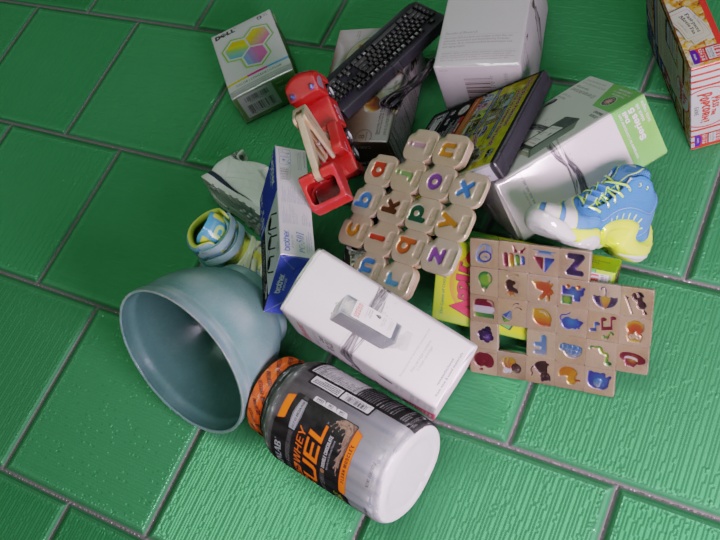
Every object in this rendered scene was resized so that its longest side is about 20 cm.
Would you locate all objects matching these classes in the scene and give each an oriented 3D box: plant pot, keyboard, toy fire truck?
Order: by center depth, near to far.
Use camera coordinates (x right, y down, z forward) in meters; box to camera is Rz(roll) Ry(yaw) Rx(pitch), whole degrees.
[{"bbox_3d":[-0.174,0.075,1.100,0.199,0.201,0.134,22,44,29],"label":"plant pot"},{"bbox_3d":[-0.051,-0.164,1.125,0.048,0.141,0.201,-25,79,16],"label":"toy fire truck"},{"bbox_3d":[0.042,-0.278,1.219,0.200,0.021,0.127,-45,58,-10],"label":"keyboard"}]

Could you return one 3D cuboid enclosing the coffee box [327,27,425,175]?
[{"bbox_3d":[0.013,-0.236,1.263,0.113,0.080,0.201,3,62,21],"label":"coffee box"}]

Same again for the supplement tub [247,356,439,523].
[{"bbox_3d":[-0.022,0.180,1.008,0.199,0.123,0.123,24,71,31],"label":"supplement tub"}]

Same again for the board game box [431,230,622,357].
[{"bbox_3d":[0.184,0.022,1.027,0.199,0.102,0.048,12,24,21],"label":"board game box"}]

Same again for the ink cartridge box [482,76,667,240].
[{"bbox_3d":[0.237,-0.138,1.089,0.199,0.084,0.146,-31,23,0],"label":"ink cartridge box"}]

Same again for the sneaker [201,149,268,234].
[{"bbox_3d":[-0.136,-0.103,1.249,0.080,0.077,0.200,-41,57,-18],"label":"sneaker"}]

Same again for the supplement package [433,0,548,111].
[{"bbox_3d":[0.181,-0.317,1.229,0.116,0.117,0.201,2,62,21],"label":"supplement package"}]

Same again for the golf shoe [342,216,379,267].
[{"bbox_3d":[0.000,0.000,1.128,0.077,0.088,0.201,-1,62,17],"label":"golf shoe"}]

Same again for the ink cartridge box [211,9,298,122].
[{"bbox_3d":[-0.164,-0.333,1.398,0.103,0.059,0.201,-24,56,5],"label":"ink cartridge box"}]

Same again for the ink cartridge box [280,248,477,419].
[{"bbox_3d":[0.020,0.073,1.004,0.199,0.146,0.085,33,80,11],"label":"ink cartridge box"}]

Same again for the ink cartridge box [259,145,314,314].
[{"bbox_3d":[-0.091,-0.052,1.095,0.044,0.094,0.201,8,42,-15],"label":"ink cartridge box"}]

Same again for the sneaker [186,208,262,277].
[{"bbox_3d":[-0.140,-0.015,1.160,0.199,0.131,0.080,13,64,25],"label":"sneaker"}]

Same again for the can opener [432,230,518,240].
[{"bbox_3d":[0.123,-0.033,1.106,0.199,0.063,0.079,35,77,24],"label":"can opener"}]

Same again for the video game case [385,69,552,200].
[{"bbox_3d":[0.129,-0.157,1.119,0.180,0.026,0.200,-16,31,43],"label":"video game case"}]

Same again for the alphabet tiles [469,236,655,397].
[{"bbox_3d":[0.214,0.052,0.988,0.198,0.169,0.008,8,25,24],"label":"alphabet tiles"}]

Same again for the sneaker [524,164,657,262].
[{"bbox_3d":[0.258,-0.074,0.992,0.076,0.199,0.106,24,99,46],"label":"sneaker"}]

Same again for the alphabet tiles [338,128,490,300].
[{"bbox_3d":[0.059,-0.066,1.045,0.195,0.015,0.201,18,83,47],"label":"alphabet tiles"}]

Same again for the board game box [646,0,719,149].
[{"bbox_3d":[0.394,-0.273,1.104,0.046,0.152,0.201,-14,58,12],"label":"board game box"}]
